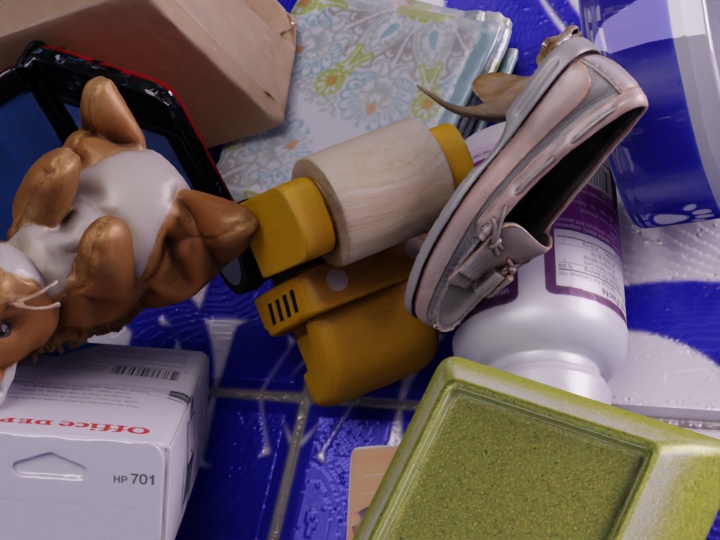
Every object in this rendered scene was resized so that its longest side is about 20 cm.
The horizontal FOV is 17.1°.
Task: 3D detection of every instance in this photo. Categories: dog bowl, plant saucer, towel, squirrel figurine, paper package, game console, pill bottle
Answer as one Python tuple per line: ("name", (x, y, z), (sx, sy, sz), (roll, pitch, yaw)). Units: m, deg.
("dog bowl", (0.199, -0.129, 1.518), (0.078, 0.200, 0.201), (-10, 58, 16))
("plant saucer", (0.087, 0.148, 1.362), (0.199, 0.048, 0.201), (17, 67, 27))
("towel", (0.002, -0.105, 1.668), (0.170, 0.048, 0.201), (14, 67, 29))
("squirrel figurine", (-0.193, 0.009, 1.480), (0.142, 0.200, 0.187), (46, 59, 3))
("paper package", (-0.177, -0.160, 1.642), (0.199, 0.191, 0.104), (-15, 55, 26))
("game console", (-0.189, -0.045, 1.601), (0.172, 0.200, 0.119), (19, 65, 27))
("pill bottle", (0.112, 0.014, 1.520), (0.112, 0.112, 0.201), (-9, 59, 14))

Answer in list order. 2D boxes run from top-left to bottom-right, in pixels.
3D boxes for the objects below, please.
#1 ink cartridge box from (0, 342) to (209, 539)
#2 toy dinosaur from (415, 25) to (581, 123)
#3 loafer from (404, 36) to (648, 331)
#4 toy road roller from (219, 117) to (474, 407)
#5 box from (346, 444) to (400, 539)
("ink cartridge box", (-0.179, 0.110, 1.495), (0.146, 0.200, 0.086), (5, 106, 2))
("toy dinosaur", (0.115, -0.109, 1.592), (0.101, 0.058, 0.200), (25, 29, 23))
("loafer", (0.097, -0.041, 1.424), (0.063, 0.072, 0.201), (39, 109, 25))
("toy road roller", (0.000, 0.000, 1.502), (0.122, 0.200, 0.147), (-22, 88, -23))
("box", (0.075, 0.211, 1.423), (0.151, 0.106, 0.201), (-7, 59, 15))
